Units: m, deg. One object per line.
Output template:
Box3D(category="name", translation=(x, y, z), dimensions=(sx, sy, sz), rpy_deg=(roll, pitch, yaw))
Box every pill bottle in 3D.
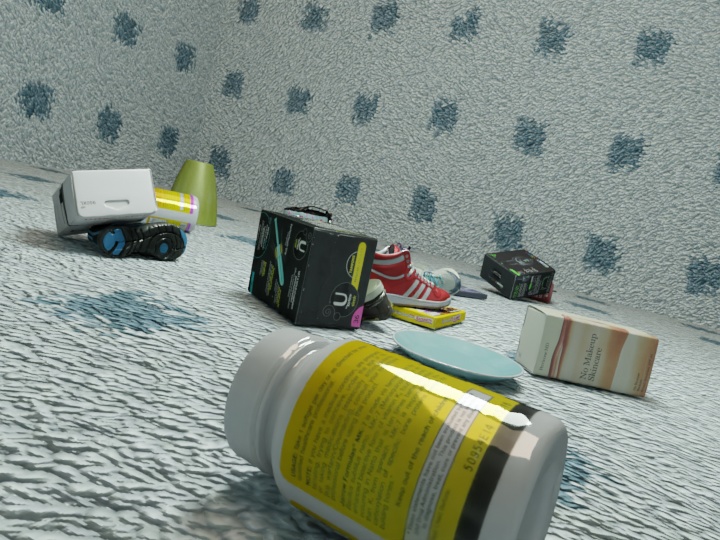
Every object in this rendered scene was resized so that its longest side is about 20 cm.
Box3D(category="pill bottle", translation=(0.016, 0.111, 0.376), dimensions=(0.197, 0.117, 0.114), rpy_deg=(17, 8, 30))
Box3D(category="pill bottle", translation=(-0.560, -0.175, 1.681), dimensions=(0.197, 0.107, 0.104), rpy_deg=(10, 7, -30))

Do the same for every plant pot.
Box3D(category="plant pot", translation=(-0.567, -0.271, 2.059), dimensions=(0.183, 0.204, 0.187), rpy_deg=(13, 6, -1))

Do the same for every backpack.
Box3D(category="backpack", translation=(-0.231, -0.200, 2.479), dimensions=(0.164, 0.130, 0.198), rpy_deg=(3, 1, 35))

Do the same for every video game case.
Box3D(category="video game case", translation=(0.274, 0.050, 1.853), dimensions=(0.141, 0.019, 0.199), rpy_deg=(8, 9, -36))

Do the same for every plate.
Box3D(category="plate", translation=(0.139, 0.129, 0.878), dimensions=(0.196, 0.026, 0.200), rpy_deg=(13, 7, -2))

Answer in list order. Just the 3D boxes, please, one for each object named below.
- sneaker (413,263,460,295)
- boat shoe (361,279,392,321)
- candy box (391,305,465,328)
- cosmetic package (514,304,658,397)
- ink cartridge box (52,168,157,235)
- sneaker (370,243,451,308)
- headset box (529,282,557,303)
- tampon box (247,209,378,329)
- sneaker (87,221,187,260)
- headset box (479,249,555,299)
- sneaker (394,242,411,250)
Box3D(category="sneaker", translation=(0.190, 0.031, 1.681), dimensions=(0.085, 0.079, 0.198), rpy_deg=(-10, 14, -43))
Box3D(category="boat shoe", translation=(-0.004, 0.054, 1.085), dimensions=(0.071, 0.061, 0.201), rpy_deg=(-36, 14, -16))
Box3D(category="candy box", translation=(0.140, 0.087, 1.229), dimensions=(0.100, 0.027, 0.199), rpy_deg=(12, 5, 26))
Box3D(category="cosmetic package", translation=(0.369, 0.131, 0.990), dimensions=(0.196, 0.106, 0.087), rpy_deg=(11, 6, -6))
Box3D(category="ink cartridge box", translation=(-0.487, -0.128, 1.139), dimensions=(0.143, 0.086, 0.198), rpy_deg=(-10, 0, -37))
Box3D(category="sneaker", translation=(0.102, 0.011, 1.182), dimensions=(0.196, 0.115, 0.071), rpy_deg=(6, 5, -29))
Box3D(category="headset box", translation=(0.630, 0.059, 2.240), dimensions=(0.196, 0.077, 0.148), rpy_deg=(14, 7, 12))
Box3D(category="tampon box", translation=(-0.085, -0.006, 1.004), dimensions=(0.124, 0.153, 0.199), rpy_deg=(8, 9, -34))
Box3D(category="sneaker", translation=(-0.426, -0.065, 1.163), dimensions=(0.081, 0.075, 0.198), rpy_deg=(15, 6, 34))
Box3D(category="headset box", translation=(0.534, 0.010, 2.073), dimensions=(0.196, 0.095, 0.174), rpy_deg=(-6, 30, -27))
Box3D(category="sneaker", translation=(0.102, -0.058, 2.111), dimensions=(0.074, 0.089, 0.198), rpy_deg=(18, 8, 41))
